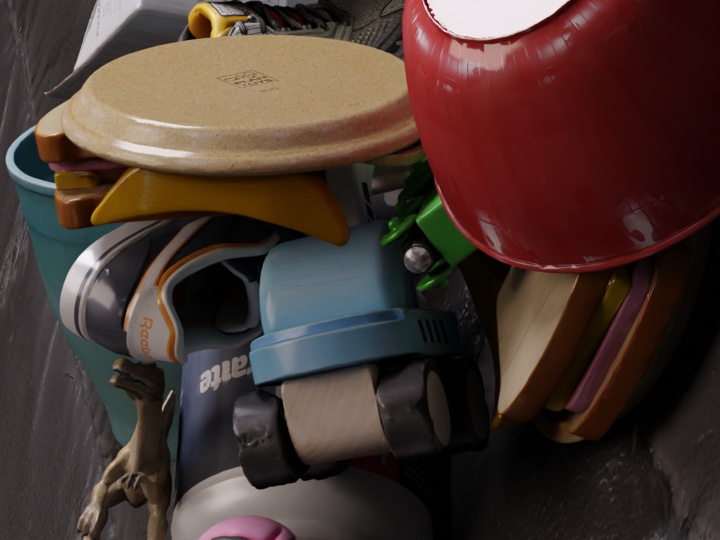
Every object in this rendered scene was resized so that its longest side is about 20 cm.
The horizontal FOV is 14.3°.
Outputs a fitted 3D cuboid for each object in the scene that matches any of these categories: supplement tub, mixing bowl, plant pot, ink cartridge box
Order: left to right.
[{"bbox_3d":[-0.098,0.005,1.710,0.200,0.199,0.189,-130,31,-67],"label":"plant pot"},{"bbox_3d":[-0.103,-0.150,1.893,0.200,0.162,0.050,154,121,-64],"label":"ink cartridge box"},{"bbox_3d":[-0.030,0.101,1.547,0.140,0.140,0.200,129,149,-50],"label":"supplement tub"},{"bbox_3d":[0.094,-0.111,1.271,0.200,0.108,0.201,-19,50,24],"label":"mixing bowl"}]

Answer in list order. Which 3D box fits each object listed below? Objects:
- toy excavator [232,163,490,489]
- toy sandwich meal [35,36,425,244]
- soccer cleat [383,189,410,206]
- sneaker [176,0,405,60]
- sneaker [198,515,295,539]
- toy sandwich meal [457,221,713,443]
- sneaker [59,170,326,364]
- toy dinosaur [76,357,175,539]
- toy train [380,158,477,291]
[{"bbox_3d":[0.000,0.000,1.443,0.194,0.100,0.201,3,-103,-72],"label":"toy excavator"},{"bbox_3d":[-0.060,-0.060,1.409,0.205,0.204,0.070,-127,33,-66],"label":"toy sandwich meal"},{"bbox_3d":[0.017,-0.108,1.683,0.200,0.068,0.085,-113,34,-59],"label":"soccer cleat"},{"bbox_3d":[-0.049,-0.118,1.579,0.078,0.200,0.082,28,145,56],"label":"sneaker"},{"bbox_3d":[-0.020,0.201,1.386,0.079,0.200,0.095,-54,-15,11],"label":"sneaker"},{"bbox_3d":[0.101,-0.007,1.371,0.205,0.070,0.206,-165,90,-70],"label":"toy sandwich meal"},{"bbox_3d":[-0.062,-0.014,1.493,0.200,0.079,0.079,-43,-36,-34],"label":"sneaker"},{"bbox_3d":[-0.118,0.116,1.541,0.200,0.058,0.101,105,-176,-65],"label":"toy dinosaur"},{"bbox_3d":[0.050,-0.043,1.425,0.056,0.042,0.200,-37,9,18],"label":"toy train"}]
